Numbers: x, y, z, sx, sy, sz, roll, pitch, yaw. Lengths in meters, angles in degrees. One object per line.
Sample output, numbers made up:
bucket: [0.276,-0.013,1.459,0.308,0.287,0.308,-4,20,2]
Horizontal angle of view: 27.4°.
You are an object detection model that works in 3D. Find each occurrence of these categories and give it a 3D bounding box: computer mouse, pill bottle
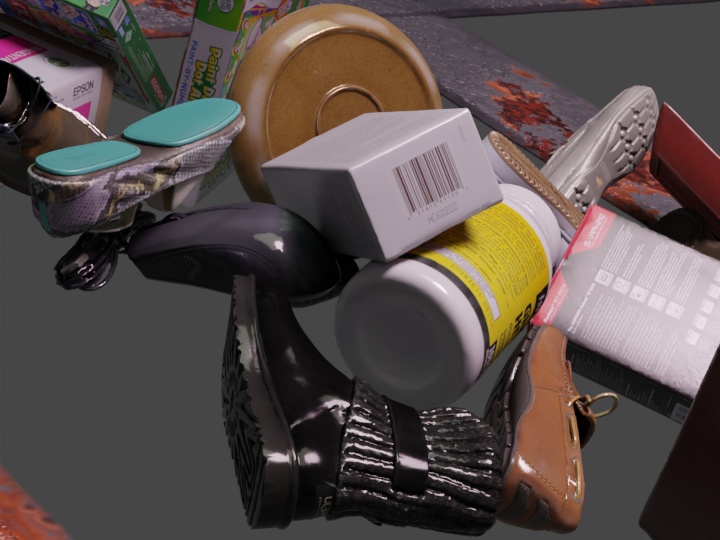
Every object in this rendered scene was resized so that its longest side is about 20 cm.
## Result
computer mouse: [0.000,0.000,1.151,0.198,0.034,0.058,-9,23,-34]
computer mouse: [-0.110,-0.022,1.062,0.198,0.053,0.139,7,22,12]
pill bottle: [0.073,0.011,1.080,0.112,0.113,0.200,27,35,17]

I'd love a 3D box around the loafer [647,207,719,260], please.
loafer: [0.301,0.007,1.299,0.068,0.075,0.200,50,6,-23]

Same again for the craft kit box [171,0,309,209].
craft kit box: [-0.101,-0.177,1.249,0.048,0.199,0.200,24,28,7]

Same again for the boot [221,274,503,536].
boot: [-0.005,0.086,0.944,0.156,0.080,0.212,1,42,-17]

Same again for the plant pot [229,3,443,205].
plant pot: [-0.012,-0.117,1.203,0.198,0.202,0.027,3,0,-26]

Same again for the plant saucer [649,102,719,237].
plant saucer: [0.328,-0.054,1.334,0.200,0.037,0.200,47,5,9]

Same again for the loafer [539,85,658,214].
loafer: [0.204,-0.100,1.356,0.069,0.070,0.200,17,55,43]

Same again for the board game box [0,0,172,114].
board game box: [-0.243,-0.207,1.266,0.134,0.029,0.200,24,-13,12]

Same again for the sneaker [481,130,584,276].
sneaker: [0.139,-0.015,1.253,0.200,0.108,0.070,44,18,-18]

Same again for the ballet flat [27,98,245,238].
ballet flat: [-0.157,-0.069,1.047,0.072,0.073,0.200,31,35,24]

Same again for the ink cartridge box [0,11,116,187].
ink cartridge box: [-0.317,-0.145,1.191,0.163,0.076,0.200,23,26,12]

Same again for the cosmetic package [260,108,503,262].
cosmetic package: [0.010,-0.064,1.074,0.101,0.072,0.200,-27,14,-16]

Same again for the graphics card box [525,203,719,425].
graphics card box: [0.242,0.045,1.146,0.198,0.051,0.126,24,63,15]

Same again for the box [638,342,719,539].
box: [0.313,0.156,0.919,0.164,0.166,0.200,2,31,-29]

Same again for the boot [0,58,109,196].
boot: [-0.239,-0.098,1.037,0.199,0.075,0.097,31,-5,-19]

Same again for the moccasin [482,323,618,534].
moccasin: [0.129,0.104,1.006,0.077,0.074,0.202,25,24,-6]
